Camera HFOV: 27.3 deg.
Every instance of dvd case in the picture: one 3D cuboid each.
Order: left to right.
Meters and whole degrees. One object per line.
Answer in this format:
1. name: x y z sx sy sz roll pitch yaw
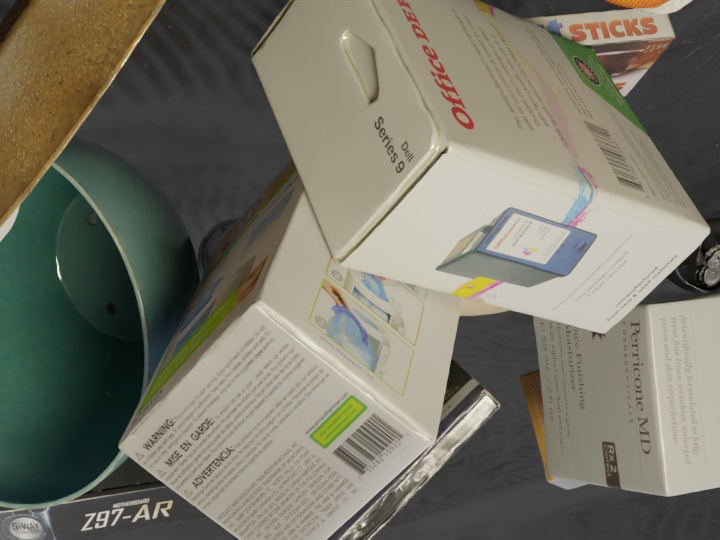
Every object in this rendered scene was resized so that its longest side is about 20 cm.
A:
1. dvd case: -0.010 0.092 0.770 0.149 0.016 0.200 -45 -164 -1

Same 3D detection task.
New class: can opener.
1. can opener: 0.337 -0.029 1.280 0.198 0.079 0.064 -12 123 -17

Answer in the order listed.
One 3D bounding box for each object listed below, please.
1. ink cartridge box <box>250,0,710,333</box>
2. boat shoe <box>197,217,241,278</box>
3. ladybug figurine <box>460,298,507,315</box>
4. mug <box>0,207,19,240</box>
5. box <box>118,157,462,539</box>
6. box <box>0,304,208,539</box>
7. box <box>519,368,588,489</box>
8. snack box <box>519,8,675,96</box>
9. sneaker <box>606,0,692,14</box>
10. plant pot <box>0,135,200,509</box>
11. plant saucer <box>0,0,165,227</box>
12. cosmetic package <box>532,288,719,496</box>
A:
1. ink cartridge box: 0.060 -0.063 0.742 0.199 0.146 0.088 15 129 -43
2. boat shoe: 0.000 0.000 0.922 0.197 0.075 0.067 -4 -173 -17
3. ladybug figurine: 0.059 -0.042 0.888 0.198 0.137 0.072 -10 151 -34
4. mug: -0.224 -0.049 0.635 0.152 0.151 0.186 -10 174 -37
5. box: -0.023 0.027 0.725 0.101 0.201 0.113 38 120 -12
6. box: -0.169 0.067 0.913 0.158 0.201 0.044 -5 140 -25
7. box: 0.293 0.152 1.642 0.198 0.126 0.097 -20 161 16
8. snack box: 0.078 -0.117 0.850 0.197 0.025 0.072 -8 161 -19
9. sneaker: 0.161 -0.179 0.665 0.076 0.074 0.200 8 150 -28
10. plant pot: -0.165 0.011 0.816 0.199 0.202 0.135 -25 -178 29
11. plant saucer: -0.109 -0.099 0.560 0.035 0.202 0.200 34 141 -18
12. cosmetic package: 0.279 0.104 1.343 0.163 0.167 0.200 -6 179 -23
